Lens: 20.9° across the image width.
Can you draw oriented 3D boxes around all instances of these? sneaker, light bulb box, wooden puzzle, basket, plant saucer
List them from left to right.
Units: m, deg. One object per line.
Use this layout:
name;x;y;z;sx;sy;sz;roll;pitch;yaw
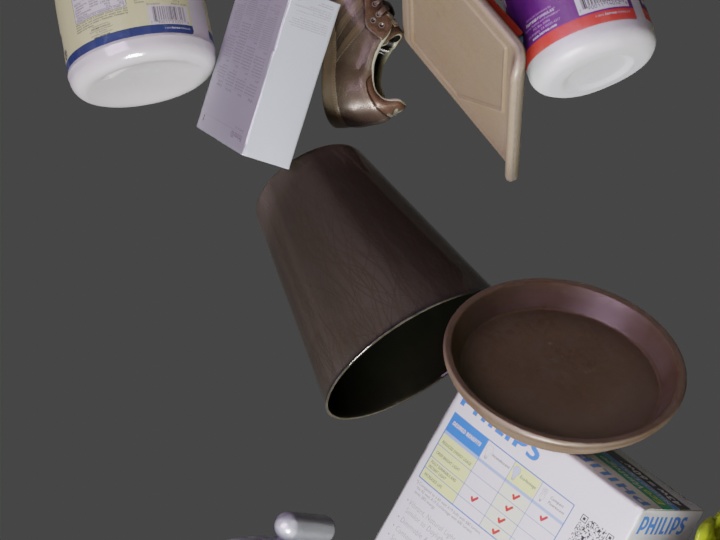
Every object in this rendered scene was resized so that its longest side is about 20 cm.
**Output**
basket;0.000;0.000;1.711;0.180;0.136;0.201;-33;61;-1
sneaker;0.004;-0.231;1.781;0.075;0.070;0.202;-4;89;16
wooden puzzle;0.091;-0.197;1.663;0.037;0.185;0.201;-27;64;-11
light bulb box;0.137;0.224;1.605;0.198;0.124;0.201;36;104;30
plant saucer;0.164;0.079;1.581;0.200;0.199;0.030;35;137;30

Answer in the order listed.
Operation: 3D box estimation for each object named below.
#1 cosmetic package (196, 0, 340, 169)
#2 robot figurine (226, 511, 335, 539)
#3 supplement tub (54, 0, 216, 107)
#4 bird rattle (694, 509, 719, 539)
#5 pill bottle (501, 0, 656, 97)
cosmetic package;-0.087;-0.182;1.768;0.200;0.051;0.152;-144;73;-70
robot figurine;-0.076;0.287;1.690;0.112;0.199;0.171;24;97;31
supplement tub;-0.224;-0.272;1.872;0.144;0.145;0.202;-20;75;29
bird rattle;0.265;0.286;1.496;0.200;0.163;0.113;-45;37;5
pill bottle;0.167;-0.255;1.641;0.112;0.112;0.202;-26;71;28
